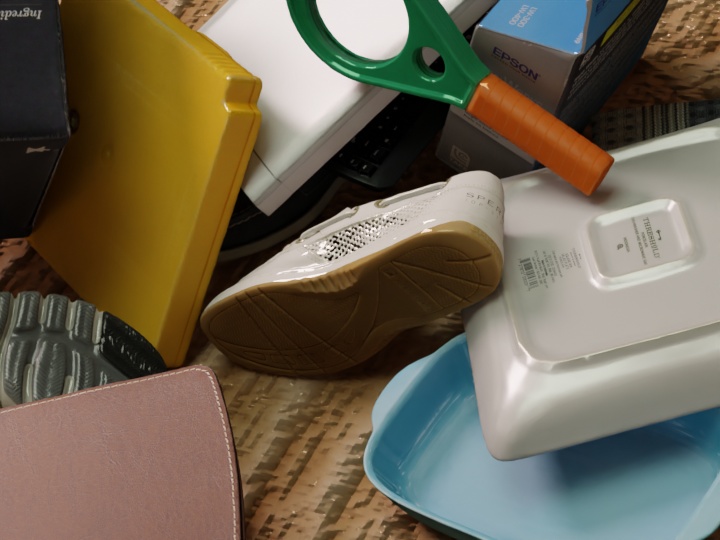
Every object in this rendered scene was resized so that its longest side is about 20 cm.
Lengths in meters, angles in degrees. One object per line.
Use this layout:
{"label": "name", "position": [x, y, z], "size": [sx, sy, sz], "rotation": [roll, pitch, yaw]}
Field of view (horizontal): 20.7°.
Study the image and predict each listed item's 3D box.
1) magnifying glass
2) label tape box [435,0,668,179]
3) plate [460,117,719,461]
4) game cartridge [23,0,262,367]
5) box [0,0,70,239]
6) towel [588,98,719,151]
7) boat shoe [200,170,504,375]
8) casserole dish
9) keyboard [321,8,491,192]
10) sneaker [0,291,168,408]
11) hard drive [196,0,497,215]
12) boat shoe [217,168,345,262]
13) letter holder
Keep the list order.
{"label": "magnifying glass", "position": [0.045, -0.106, 1.030], "size": [0.200, 0.080, 0.022], "rotation": [37, 45, 11]}
{"label": "label tape box", "position": [0.119, -0.144, 1.074], "size": [0.066, 0.200, 0.143], "rotation": [34, 63, 12]}
{"label": "plate", "position": [0.144, -0.006, 1.000], "size": [0.200, 0.032, 0.200], "rotation": [-16, 42, 6]}
{"label": "game cartridge", "position": [-0.135, -0.066, 1.150], "size": [0.032, 0.176, 0.200], "rotation": [2, 26, -40]}
{"label": "box", "position": [-0.241, -0.135, 1.120], "size": [0.117, 0.197, 0.200], "rotation": [-4, 76, -17]}
{"label": "towel", "position": [0.212, -0.023, 1.045], "size": [0.192, 0.035, 0.200], "rotation": [-5, 43, 15]}
{"label": "boat shoe", "position": [0.000, 0.000, 1.052], "size": [0.200, 0.071, 0.069], "rotation": [-19, 36, 37]}
{"label": "casserole dish", "position": [0.095, 0.096, 0.964], "size": [0.200, 0.039, 0.121], "rotation": [17, 56, 36]}
{"label": "keyboard", "position": [0.025, -0.138, 1.144], "size": [0.104, 0.040, 0.200], "rotation": [23, 59, 25]}
{"label": "sneaker", "position": [-0.209, 0.059, 1.109], "size": [0.200, 0.116, 0.075], "rotation": [16, 64, -9]}
{"label": "hard drive", "position": [-0.013, -0.141, 1.114], "size": [0.200, 0.027, 0.132], "rotation": [-43, 50, 6]}
{"label": "boat shoe", "position": [-0.027, -0.081, 1.176], "size": [0.200, 0.062, 0.075], "rotation": [-35, 45, -12]}
{"label": "letter holder", "position": [-0.112, 0.158, 0.948], "size": [0.142, 0.101, 0.200], "rotation": [-15, 43, 6]}
